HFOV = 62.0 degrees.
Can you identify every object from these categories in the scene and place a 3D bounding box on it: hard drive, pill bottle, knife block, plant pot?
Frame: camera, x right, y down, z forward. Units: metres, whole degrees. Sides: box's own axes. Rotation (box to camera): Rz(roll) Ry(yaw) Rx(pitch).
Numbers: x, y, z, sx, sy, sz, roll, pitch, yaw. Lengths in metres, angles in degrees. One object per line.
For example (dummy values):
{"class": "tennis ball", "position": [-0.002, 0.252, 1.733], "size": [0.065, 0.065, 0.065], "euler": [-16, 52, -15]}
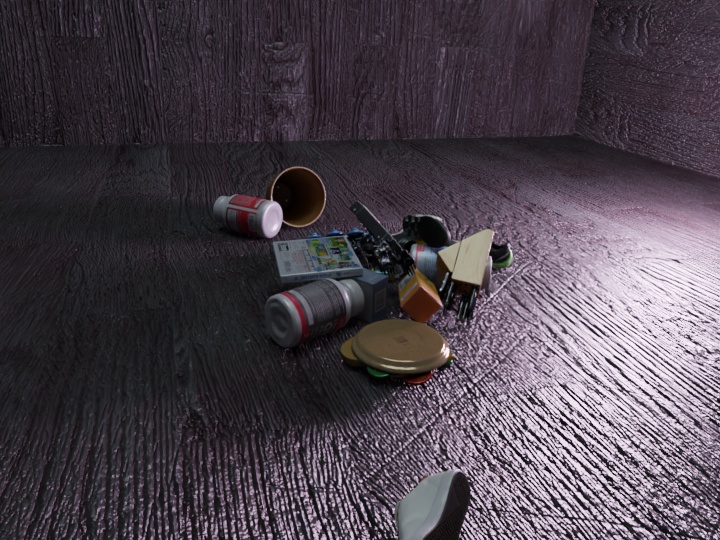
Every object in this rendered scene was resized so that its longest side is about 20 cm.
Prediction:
{"class": "hard drive", "position": [0.058, -0.091, 1.601], "size": [0.038, 0.140, 0.200], "euler": [-40, 46, 3]}
{"class": "pill bottle", "position": [-0.347, -0.170, 1.830], "size": [0.198, 0.113, 0.112], "euler": [14, 25, 25]}
{"class": "knife block", "position": [0.256, 0.019, 1.363], "size": [0.199, 0.064, 0.176], "euler": [-25, 61, -12]}
{"class": "pill bottle", "position": [-0.090, 0.080, 1.246], "size": [0.199, 0.112, 0.110], "euler": [-18, 30, -40]}
{"class": "pill bottle", "position": [0.219, -0.003, 1.479], "size": [0.198, 0.110, 0.109], "euler": [5, 22, 7]}
{"class": "plant pot", "position": [-0.235, -0.243, 1.966], "size": [0.185, 0.189, 0.200], "euler": [-9, 11, -25]}

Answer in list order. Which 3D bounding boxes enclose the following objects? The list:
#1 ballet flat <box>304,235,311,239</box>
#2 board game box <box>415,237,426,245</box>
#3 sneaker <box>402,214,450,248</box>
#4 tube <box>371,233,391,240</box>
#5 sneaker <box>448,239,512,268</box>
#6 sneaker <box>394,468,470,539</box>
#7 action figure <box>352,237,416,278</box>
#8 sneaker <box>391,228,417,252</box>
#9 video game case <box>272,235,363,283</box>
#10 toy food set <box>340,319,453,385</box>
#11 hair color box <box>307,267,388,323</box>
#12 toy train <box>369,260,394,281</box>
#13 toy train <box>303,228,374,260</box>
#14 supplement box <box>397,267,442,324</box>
{"class": "ballet flat", "position": [-0.076, -0.052, 1.645], "size": [0.198, 0.068, 0.073], "euler": [11, 44, 20]}
{"class": "board game box", "position": [0.185, -0.062, 1.631], "size": [0.047, 0.103, 0.200], "euler": [8, 23, 12]}
{"class": "sneaker", "position": [0.187, -0.106, 1.498], "size": [0.088, 0.075, 0.200], "euler": [-3, 18, -22]}
{"class": "tube", "position": [0.051, -0.080, 1.745], "size": [0.077, 0.051, 0.199], "euler": [29, 29, 33]}
{"class": "sneaker", "position": [0.329, -0.067, 1.677], "size": [0.198, 0.085, 0.077], "euler": [12, 23, 21]}
{"class": "sneaker", "position": [0.071, 0.332, 0.733], "size": [0.084, 0.073, 0.200], "euler": [-21, 14, 35]}
{"class": "action figure", "position": [0.047, -0.021, 1.412], "size": [0.118, 0.103, 0.200], "euler": [-13, 15, -18]}
{"class": "sneaker", "position": [0.154, -0.084, 1.730], "size": [0.199, 0.071, 0.099], "euler": [-25, 35, -38]}
{"class": "video game case", "position": [-0.102, -0.029, 1.366], "size": [0.180, 0.022, 0.200], "euler": [-6, 25, -11]}
{"class": "toy food set", "position": [0.077, 0.155, 1.161], "size": [0.199, 0.049, 0.197], "euler": [-17, 29, -40]}
{"class": "hair color box", "position": [-0.032, 0.039, 1.365], "size": [0.199, 0.100, 0.060], "euler": [19, 30, 35]}
{"class": "toy train", "position": [0.000, 0.000, 1.522], "size": [0.149, 0.056, 0.199], "euler": [22, 30, 39]}
{"class": "toy train", "position": [-0.060, -0.054, 1.550], "size": [0.198, 0.088, 0.114], "euler": [-7, -11, 1]}
{"class": "supplement box", "position": [0.128, 0.053, 1.327], "size": [0.066, 0.069, 0.200], "euler": [41, 12, -6]}
